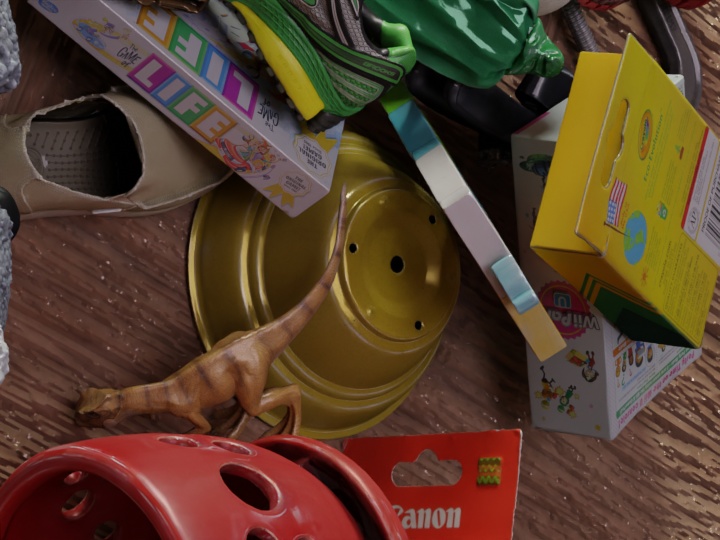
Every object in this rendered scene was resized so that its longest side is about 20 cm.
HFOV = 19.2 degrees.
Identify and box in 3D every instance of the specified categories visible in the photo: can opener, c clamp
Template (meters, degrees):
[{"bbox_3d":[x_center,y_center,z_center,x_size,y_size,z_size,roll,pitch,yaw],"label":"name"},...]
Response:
[{"bbox_3d":[0.077,-0.105,1.339,0.200,0.063,0.079,10,94,-62],"label":"can opener"},{"bbox_3d":[0.179,-0.154,1.489,0.171,0.027,0.201,-30,103,-39],"label":"c clamp"}]

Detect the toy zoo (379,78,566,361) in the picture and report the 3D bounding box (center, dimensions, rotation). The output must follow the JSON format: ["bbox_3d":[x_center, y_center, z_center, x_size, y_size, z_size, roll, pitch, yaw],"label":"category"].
[{"bbox_3d":[0.068,-0.029,1.280,0.020,0.200,0.131,-32,124,4],"label":"toy zoo"}]

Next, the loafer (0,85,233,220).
[{"bbox_3d":[-0.134,-0.065,1.196,0.199,0.068,0.076,-16,95,-39],"label":"loafer"}]

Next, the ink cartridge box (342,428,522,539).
[{"bbox_3d":[0.015,0.189,1.225,0.050,0.162,0.201,16,75,-39],"label":"ink cartridge box"}]

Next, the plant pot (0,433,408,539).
[{"bbox_3d":[-0.080,0.179,1.130,0.182,0.200,0.202,-8,90,-46],"label":"plant pot"}]

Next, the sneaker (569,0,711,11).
[{"bbox_3d":[0.209,-0.218,1.449,0.200,0.098,0.071,-7,87,-45],"label":"sneaker"}]

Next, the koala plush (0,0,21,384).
[{"bbox_3d":[-0.242,-0.025,1.049,0.183,0.177,0.201,-30,104,-26],"label":"koala plush"}]

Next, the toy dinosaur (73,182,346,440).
[{"bbox_3d":[-0.063,0.052,1.207,0.200,0.060,0.106,-33,135,-12],"label":"toy dinosaur"}]

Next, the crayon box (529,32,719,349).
[{"bbox_3d":[0.162,-0.046,1.267,0.200,0.051,0.128,39,64,-55],"label":"crayon box"}]

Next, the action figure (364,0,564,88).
[{"bbox_3d":[0.032,-0.168,1.231,0.200,0.055,0.118,33,103,-3],"label":"action figure"}]

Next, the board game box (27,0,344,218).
[{"bbox_3d":[-0.090,-0.139,1.221,0.200,0.034,0.135,39,38,-24],"label":"board game box"}]

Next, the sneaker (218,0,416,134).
[{"bbox_3d":[-0.039,-0.176,1.172,0.200,0.085,0.078,54,17,-30],"label":"sneaker"}]

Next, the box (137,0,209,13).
[{"bbox_3d":[-0.173,-0.235,1.157,0.163,0.021,0.201,8,52,-39],"label":"box"}]

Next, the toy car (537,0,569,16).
[{"bbox_3d":[0.064,-0.226,1.338,0.150,0.174,0.201,51,43,-67],"label":"toy car"}]

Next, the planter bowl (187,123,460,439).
[{"bbox_3d":[0.000,0.000,1.288,0.200,0.083,0.202,6,81,-39],"label":"planter bowl"}]

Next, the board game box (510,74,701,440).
[{"bbox_3d":[0.162,-0.012,1.381,0.147,0.064,0.201,-33,122,-51],"label":"board game box"}]
